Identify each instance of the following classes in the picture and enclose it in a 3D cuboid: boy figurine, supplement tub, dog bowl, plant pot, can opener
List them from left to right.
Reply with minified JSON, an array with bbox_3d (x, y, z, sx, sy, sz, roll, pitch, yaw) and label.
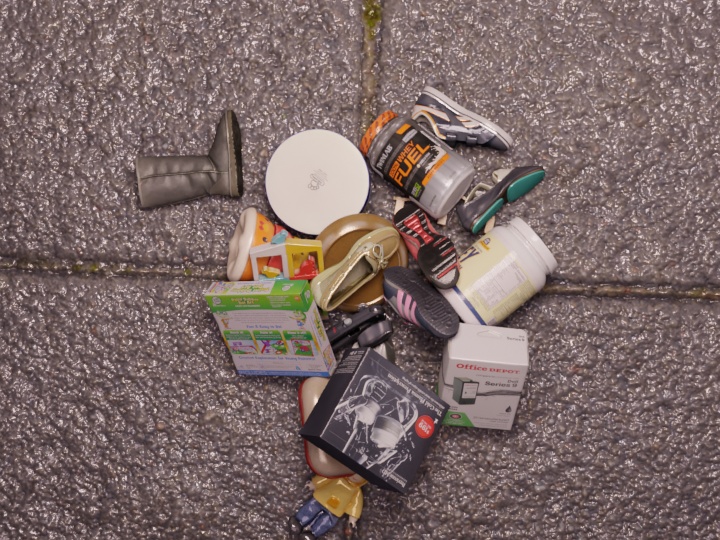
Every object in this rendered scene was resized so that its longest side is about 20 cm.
[{"bbox_3d":[-0.080,-0.165,1.677,0.199,0.079,0.201,0,91,2],"label":"dog bowl"},{"bbox_3d":[-0.044,0.438,1.701,0.124,0.064,0.200,45,95,3],"label":"boy figurine"},{"bbox_3d":[-0.033,0.122,1.675,0.199,0.079,0.063,-25,133,18],"label":"can opener"},{"bbox_3d":[-0.001,-0.008,1.663,0.199,0.028,0.201,-6,114,-13],"label":"plant pot"},{"bbox_3d":[0.103,-0.200,1.639,0.200,0.123,0.123,39,92,13],"label":"supplement tub"},{"bbox_3d":[0.250,0.010,1.640,0.200,0.145,0.145,-39,90,2],"label":"supplement tub"}]

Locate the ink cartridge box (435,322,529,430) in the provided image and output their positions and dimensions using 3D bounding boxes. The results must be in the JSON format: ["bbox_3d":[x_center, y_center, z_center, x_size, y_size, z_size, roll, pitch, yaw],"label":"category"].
[{"bbox_3d":[0.220,0.197,1.621,0.145,0.084,0.201,4,135,1],"label":"ink cartridge box"}]

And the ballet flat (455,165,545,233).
[{"bbox_3d":[0.258,-0.151,1.667,0.200,0.073,0.073,-38,90,-14],"label":"ballet flat"}]

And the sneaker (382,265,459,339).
[{"bbox_3d":[0.110,0.075,1.611,0.070,0.200,0.082,-16,132,-27],"label":"sneaker"}]

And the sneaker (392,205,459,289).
[{"bbox_3d":[0.133,-0.035,1.626,0.074,0.087,0.201,-31,52,2],"label":"sneaker"}]

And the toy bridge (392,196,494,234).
[{"bbox_3d":[0.160,-0.120,1.697,0.199,0.027,0.068,12,89,1],"label":"toy bridge"}]

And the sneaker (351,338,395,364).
[{"bbox_3d":[0.034,0.223,1.698,0.080,0.070,0.202,-11,89,17],"label":"sneaker"}]

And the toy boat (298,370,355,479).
[{"bbox_3d":[-0.064,0.293,1.671,0.130,0.131,0.201,1,74,-31],"label":"toy boat"}]

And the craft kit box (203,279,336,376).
[{"bbox_3d":[-0.164,0.108,1.624,0.199,0.049,0.198,-1,129,23],"label":"craft kit box"}]

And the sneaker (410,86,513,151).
[{"bbox_3d":[0.187,-0.264,1.669,0.199,0.078,0.080,32,87,12],"label":"sneaker"}]

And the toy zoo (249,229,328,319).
[{"bbox_3d":[-0.129,0.013,1.610,0.130,0.021,0.201,-6,127,-4],"label":"toy zoo"}]

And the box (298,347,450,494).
[{"bbox_3d":[0.026,0.267,1.575,0.200,0.104,0.183,36,70,-18],"label":"box"}]

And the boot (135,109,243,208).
[{"bbox_3d":[-0.330,-0.213,1.694,0.199,0.073,0.183,-1,90,8],"label":"boot"}]

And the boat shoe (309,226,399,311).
[{"bbox_3d":[-0.001,-0.001,1.598,0.200,0.063,0.073,-35,132,-13],"label":"boat shoe"}]

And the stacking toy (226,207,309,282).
[{"bbox_3d":[-0.145,-0.027,1.677,0.199,0.146,0.147,14,92,-18],"label":"stacking toy"}]
